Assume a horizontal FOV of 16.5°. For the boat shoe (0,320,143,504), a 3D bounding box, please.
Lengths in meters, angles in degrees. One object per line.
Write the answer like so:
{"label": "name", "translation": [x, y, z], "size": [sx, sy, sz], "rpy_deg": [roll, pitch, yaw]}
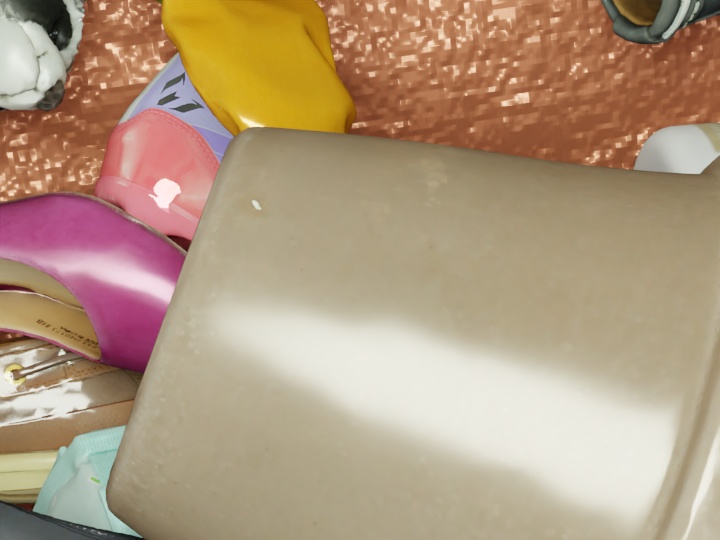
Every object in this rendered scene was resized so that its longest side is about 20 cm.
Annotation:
{"label": "boat shoe", "translation": [-0.159, 0.043, 0.843], "size": [0.200, 0.072, 0.068], "rpy_deg": [-2, 95, -4]}

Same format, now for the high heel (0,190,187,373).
{"label": "high heel", "translation": [-0.131, 0.016, 0.786], "size": [0.200, 0.096, 0.067], "rpy_deg": [21, 150, 16]}

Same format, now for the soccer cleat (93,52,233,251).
{"label": "soccer cleat", "translation": [0.000, 0.000, 0.849], "size": [0.200, 0.067, 0.076], "rpy_deg": [31, 77, -23]}

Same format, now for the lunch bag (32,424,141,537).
{"label": "lunch bag", "translation": [-0.036, 0.158, 0.807], "size": [0.122, 0.170, 0.200], "rpy_deg": [-24, 146, 3]}

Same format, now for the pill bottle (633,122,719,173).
{"label": "pill bottle", "translation": [0.198, 0.006, 0.844], "size": [0.200, 0.120, 0.120], "rpy_deg": [-3, 112, -6]}

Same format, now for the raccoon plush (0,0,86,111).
{"label": "raccoon plush", "translation": [-0.160, -0.130, 0.783], "size": [0.097, 0.134, 0.200], "rpy_deg": [-31, 80, 21]}

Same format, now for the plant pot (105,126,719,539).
{"label": "plant pot", "translation": [0.028, 0.043, 0.684], "size": [0.175, 0.200, 0.200], "rpy_deg": [19, 108, -3]}

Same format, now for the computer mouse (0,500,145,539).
{"label": "computer mouse", "translation": [-0.117, 0.115, 0.724], "size": [0.053, 0.200, 0.139], "rpy_deg": [35, 63, -54]}

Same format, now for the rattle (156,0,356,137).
{"label": "rattle", "translation": [-0.004, -0.152, 0.742], "size": [0.200, 0.143, 0.130], "rpy_deg": [-46, 117, 9]}

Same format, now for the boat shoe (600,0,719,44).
{"label": "boat shoe", "translation": [0.081, -0.168, 0.779], "size": [0.068, 0.072, 0.200], "rpy_deg": [-29, 115, -19]}
